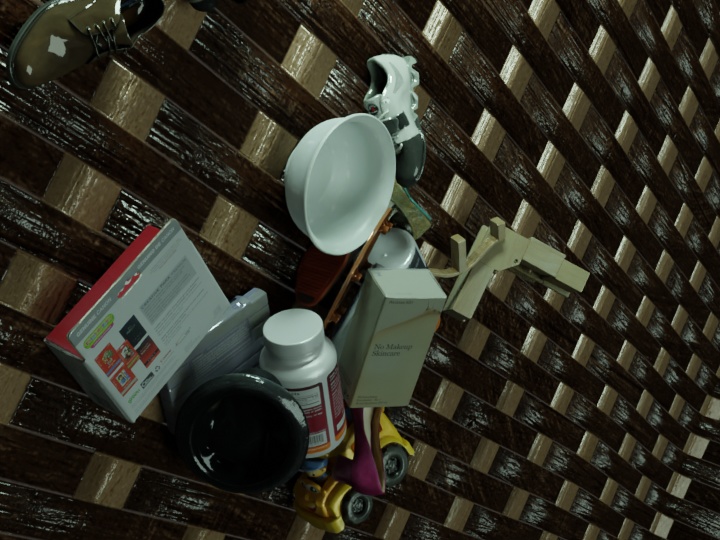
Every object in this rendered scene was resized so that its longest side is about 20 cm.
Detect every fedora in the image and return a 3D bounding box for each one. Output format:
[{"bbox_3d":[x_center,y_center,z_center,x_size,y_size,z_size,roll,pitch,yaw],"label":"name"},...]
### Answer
[{"bbox_3d":[-0.154,0.205,1.532,0.092,0.199,0.202,-76,165,-59],"label":"fedora"}]

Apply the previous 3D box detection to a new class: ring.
[{"bbox_3d":[0.000,0.000,1.627,0.201,0.019,0.200,-62,178,-4],"label":"ring"}]

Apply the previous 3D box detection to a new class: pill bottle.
[{"bbox_3d":[-0.084,0.160,1.611,0.113,0.112,0.201,-37,134,-38],"label":"pill bottle"},{"bbox_3d":[0.068,0.030,1.809,0.107,0.106,0.200,-54,142,-20],"label":"pill bottle"}]

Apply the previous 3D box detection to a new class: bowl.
[{"bbox_3d":[-0.044,-0.130,1.595,0.200,0.090,0.203,-27,126,-43],"label":"bowl"}]

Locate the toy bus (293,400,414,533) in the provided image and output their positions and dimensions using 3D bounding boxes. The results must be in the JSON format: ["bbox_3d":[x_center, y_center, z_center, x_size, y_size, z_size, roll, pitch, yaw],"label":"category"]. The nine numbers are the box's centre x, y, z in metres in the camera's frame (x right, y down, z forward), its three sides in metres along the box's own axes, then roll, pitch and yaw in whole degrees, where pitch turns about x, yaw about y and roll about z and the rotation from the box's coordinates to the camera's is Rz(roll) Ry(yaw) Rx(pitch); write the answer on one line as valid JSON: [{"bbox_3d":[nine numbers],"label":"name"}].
[{"bbox_3d":[-0.037,0.282,1.786,0.200,0.135,0.193,-44,125,-27],"label":"toy bus"}]

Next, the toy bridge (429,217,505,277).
[{"bbox_3d":[0.168,-0.028,1.926,0.199,0.027,0.068,-22,126,-23],"label":"toy bridge"}]

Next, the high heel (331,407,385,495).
[{"bbox_3d":[0.024,0.236,1.700,0.067,0.095,0.201,36,69,-48],"label":"high heel"}]

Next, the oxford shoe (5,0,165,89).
[{"bbox_3d":[-0.292,-0.256,1.209,0.200,0.084,0.073,-44,139,-29],"label":"oxford shoe"}]

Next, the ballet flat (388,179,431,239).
[{"bbox_3d":[0.050,-0.105,1.760,0.071,0.070,0.200,-60,144,-13],"label":"ballet flat"}]

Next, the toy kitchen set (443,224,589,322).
[{"bbox_3d":[0.271,0.039,2.051,0.181,0.199,0.163,-63,-174,-8],"label":"toy kitchen set"}]

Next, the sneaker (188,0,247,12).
[{"bbox_3d":[-0.142,-0.372,1.363,0.199,0.073,0.088,-36,133,-32],"label":"sneaker"}]

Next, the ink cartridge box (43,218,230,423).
[{"bbox_3d":[-0.277,0.049,1.376,0.200,0.083,0.176,-52,141,-25],"label":"ink cartridge box"}]

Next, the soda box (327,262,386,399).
[{"bbox_3d":[-0.001,0.092,1.705,0.201,0.063,0.068,-58,-169,21],"label":"soda box"}]

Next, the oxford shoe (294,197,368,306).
[{"bbox_3d":[-0.030,-0.026,1.685,0.201,0.071,0.073,-60,148,-14],"label":"oxford shoe"}]

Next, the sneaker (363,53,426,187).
[{"bbox_3d":[0.041,-0.220,1.660,0.088,0.074,0.202,0,79,-39],"label":"sneaker"}]

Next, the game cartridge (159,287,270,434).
[{"bbox_3d":[-0.199,0.122,1.563,0.200,0.038,0.131,-37,129,-38],"label":"game cartridge"}]

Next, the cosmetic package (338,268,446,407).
[{"bbox_3d":[0.041,0.099,1.625,0.103,0.073,0.201,0,125,-25],"label":"cosmetic package"}]
